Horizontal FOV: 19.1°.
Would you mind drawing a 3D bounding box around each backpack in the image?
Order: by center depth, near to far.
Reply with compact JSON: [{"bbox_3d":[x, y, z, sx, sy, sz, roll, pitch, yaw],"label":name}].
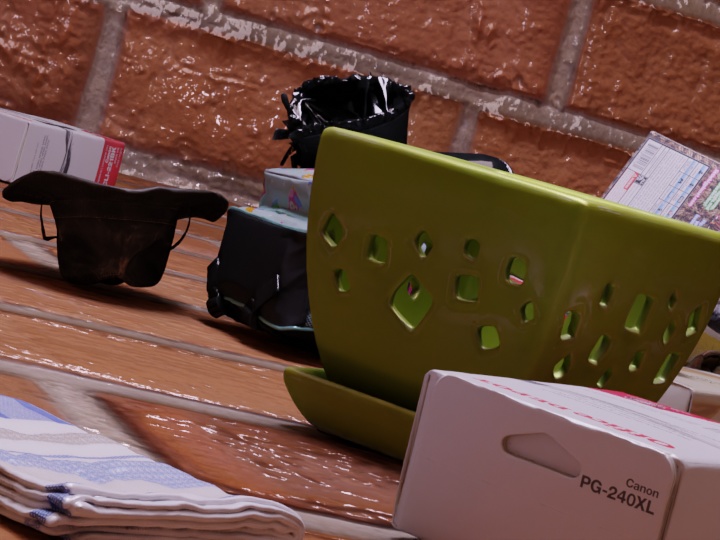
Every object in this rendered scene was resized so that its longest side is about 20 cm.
[{"bbox_3d":[0.000,0.000,1.717,0.200,0.153,0.176,21,-5,-28],"label":"backpack"}]

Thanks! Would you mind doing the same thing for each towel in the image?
[{"bbox_3d":[-0.135,0.080,0.925,0.200,0.024,0.147,18,4,42],"label":"towel"}]

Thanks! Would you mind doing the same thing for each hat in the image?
[{"bbox_3d":[-0.202,-0.025,1.731,0.200,0.081,0.201,6,-7,1],"label":"hat"}]

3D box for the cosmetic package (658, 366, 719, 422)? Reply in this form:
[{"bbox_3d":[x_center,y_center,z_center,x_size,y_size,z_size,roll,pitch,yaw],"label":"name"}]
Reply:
[{"bbox_3d":[0.234,0.111,1.561,0.105,0.071,0.200,17,4,33],"label":"cosmetic package"}]

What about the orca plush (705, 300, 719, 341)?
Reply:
[{"bbox_3d":[0.337,0.052,1.694,0.200,0.071,0.105,30,-12,-5],"label":"orca plush"}]

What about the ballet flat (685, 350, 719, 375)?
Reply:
[{"bbox_3d":[0.338,0.121,1.661,0.200,0.067,0.068,24,49,15],"label":"ballet flat"}]

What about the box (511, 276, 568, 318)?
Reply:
[{"bbox_3d":[0.155,0.059,1.820,0.100,0.096,0.200,14,4,-13],"label":"box"}]

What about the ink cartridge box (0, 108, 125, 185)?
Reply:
[{"bbox_3d":[-0.428,-0.157,2.775,0.144,0.084,0.200,18,5,32],"label":"ink cartridge box"}]

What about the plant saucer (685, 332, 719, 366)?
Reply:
[{"bbox_3d":[0.301,0.092,1.841,0.200,0.048,0.200,46,-16,-33],"label":"plant saucer"}]

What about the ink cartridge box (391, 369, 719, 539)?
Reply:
[{"bbox_3d":[0.131,0.112,1.056,0.145,0.083,0.200,18,5,35],"label":"ink cartridge box"}]

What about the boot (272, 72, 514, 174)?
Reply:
[{"bbox_3d":[0.030,-0.101,1.790,0.198,0.073,0.163,-5,-34,2],"label":"boot"}]

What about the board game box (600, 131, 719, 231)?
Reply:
[{"bbox_3d":[0.308,-0.006,1.947,0.200,0.159,0.097,30,-15,32],"label":"board game box"}]

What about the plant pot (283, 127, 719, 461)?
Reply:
[{"bbox_3d":[0.083,0.032,1.296,0.200,0.182,0.199,17,4,36],"label":"plant pot"}]
